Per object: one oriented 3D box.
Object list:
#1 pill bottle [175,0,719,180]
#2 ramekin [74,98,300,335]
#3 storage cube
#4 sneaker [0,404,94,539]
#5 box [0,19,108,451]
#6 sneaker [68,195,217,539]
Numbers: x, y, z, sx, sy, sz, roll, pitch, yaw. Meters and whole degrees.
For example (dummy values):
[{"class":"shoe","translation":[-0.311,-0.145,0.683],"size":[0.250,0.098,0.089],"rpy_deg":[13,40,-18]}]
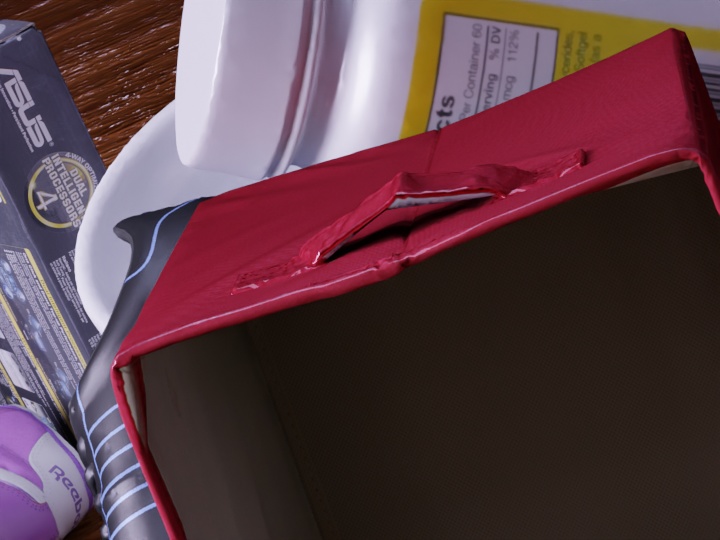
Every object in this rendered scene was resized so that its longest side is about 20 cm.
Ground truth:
[{"class":"pill bottle","translation":[0.043,-0.070,0.922],"size":[0.199,0.115,0.114],"rpy_deg":[7,16,-12]},{"class":"ramekin","translation":[0.000,0.000,1.051],"size":[0.200,0.098,0.201],"rpy_deg":[-14,39,12]},{"class":"storage cube","translation":[0.047,0.053,0.797],"size":[0.170,0.201,0.180],"rpy_deg":[-20,13,10]},{"class":"sneaker","translation":[-0.196,0.098,1.139],"size":[0.200,0.073,0.114],"rpy_deg":[6,29,35]},{"class":"box","translation":[-0.144,-0.011,1.154],"size":[0.049,0.201,0.161],"rpy_deg":[-32,21,-21]},{"class":"sneaker","translation":[-0.061,0.071,0.918],"size":[0.078,0.070,0.201],"rpy_deg":[0,68,26]}]
